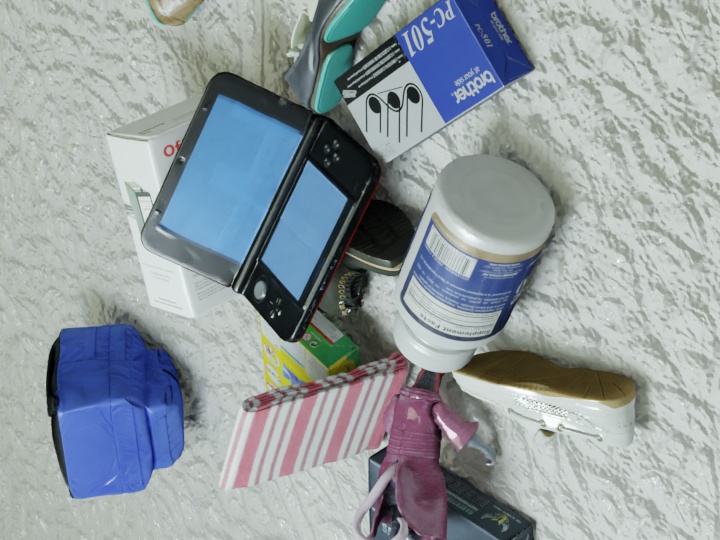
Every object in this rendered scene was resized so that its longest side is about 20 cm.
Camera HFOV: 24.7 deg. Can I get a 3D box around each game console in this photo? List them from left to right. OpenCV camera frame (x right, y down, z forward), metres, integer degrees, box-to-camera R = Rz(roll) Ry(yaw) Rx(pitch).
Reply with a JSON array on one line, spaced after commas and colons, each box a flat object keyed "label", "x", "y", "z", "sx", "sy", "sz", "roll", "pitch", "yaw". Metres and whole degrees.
[{"label": "game console", "x": -0.098, "y": -0.060, "z": 1.578, "sx": 0.172, "sy": 0.118, "sz": 0.201, "roll": 45, "pitch": 115, "yaw": 49}]

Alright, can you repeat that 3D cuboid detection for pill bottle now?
[{"label": "pill bottle", "x": 0.094, "y": 0.000, "z": 1.487, "sx": 0.111, "sy": 0.111, "sz": 0.200, "roll": 45, "pitch": 141, "yaw": 21}]

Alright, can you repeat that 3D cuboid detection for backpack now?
[{"label": "backpack", "x": -0.307, "y": 0.167, "z": 2.049, "sx": 0.200, "sy": 0.167, "sz": 0.163, "roll": -113, "pitch": 22, "yaw": -56}]

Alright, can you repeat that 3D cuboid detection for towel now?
[{"label": "towel", "x": -0.050, "y": 0.157, "z": 1.696, "sx": 0.030, "sy": 0.199, "sz": 0.147, "roll": 58, "pitch": 147, "yaw": 32}]

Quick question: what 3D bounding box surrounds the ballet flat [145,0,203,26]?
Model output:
[{"label": "ballet flat", "x": -0.214, "y": -0.350, "z": 1.681, "sx": 0.072, "sy": 0.068, "sz": 0.201, "roll": -20, "pitch": 98, "yaw": 34}]

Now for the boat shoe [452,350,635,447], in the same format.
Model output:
[{"label": "boat shoe", "x": 0.166, "y": 0.124, "z": 1.515, "sx": 0.200, "sy": 0.071, "sz": 0.070, "roll": 13, "pitch": 121, "yaw": 45}]

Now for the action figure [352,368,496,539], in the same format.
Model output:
[{"label": "action figure", "x": 0.046, "y": 0.177, "z": 1.633, "sx": 0.134, "sy": 0.149, "sz": 0.201, "roll": 3, "pitch": 83, "yaw": 40}]

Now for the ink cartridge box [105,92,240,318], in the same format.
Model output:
[{"label": "ink cartridge box", "x": -0.166, "y": -0.073, "z": 1.727, "sx": 0.084, "sy": 0.145, "sz": 0.201, "roll": 13, "pitch": 122, "yaw": 47}]

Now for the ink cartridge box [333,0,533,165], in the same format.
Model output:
[{"label": "ink cartridge box", "x": 0.061, "y": -0.174, "z": 1.469, "sx": 0.200, "sy": 0.044, "sz": 0.094, "roll": -28, "pitch": 92, "yaw": 54}]

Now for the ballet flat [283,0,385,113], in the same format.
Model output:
[{"label": "ballet flat", "x": -0.029, "y": -0.230, "z": 1.525, "sx": 0.073, "sy": 0.073, "sz": 0.200, "roll": 49, "pitch": 144, "yaw": 17}]

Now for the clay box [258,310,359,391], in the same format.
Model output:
[{"label": "clay box", "x": -0.053, "y": 0.115, "z": 1.773, "sx": 0.115, "sy": 0.048, "sz": 0.200, "roll": 42, "pitch": 155, "yaw": 26}]

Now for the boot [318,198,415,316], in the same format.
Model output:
[{"label": "boot", "x": 0.000, "y": 0.000, "z": 1.646, "sx": 0.200, "sy": 0.077, "sz": 0.139, "roll": 34, "pitch": 142, "yaw": 52}]

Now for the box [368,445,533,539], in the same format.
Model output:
[{"label": "box", "x": 0.092, "y": 0.291, "z": 1.733, "sx": 0.200, "sy": 0.051, "sz": 0.158, "roll": 28, "pitch": 132, "yaw": 38}]
